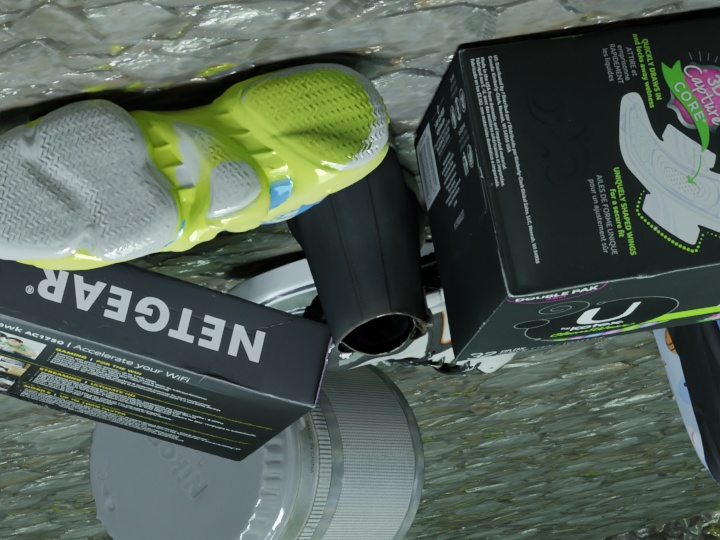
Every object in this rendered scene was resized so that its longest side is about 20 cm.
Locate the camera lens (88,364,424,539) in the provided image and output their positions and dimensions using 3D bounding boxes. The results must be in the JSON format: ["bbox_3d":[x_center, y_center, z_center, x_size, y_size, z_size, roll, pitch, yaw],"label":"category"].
[{"bbox_3d":[-0.064,0.130,1.738,0.160,0.160,0.200,-19,165,30],"label":"camera lens"}]

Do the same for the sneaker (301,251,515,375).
[{"bbox_3d":[0.049,0.030,1.465,0.200,0.080,0.074,-19,-159,-40],"label":"sneaker"}]

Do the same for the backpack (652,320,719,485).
[{"bbox_3d":[0.285,0.040,1.626,0.190,0.200,0.154,-14,174,-19],"label":"backpack"}]

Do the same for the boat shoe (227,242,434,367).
[{"bbox_3d":[0.018,0.025,1.563,0.200,0.068,0.072,-4,165,-28],"label":"boat shoe"}]

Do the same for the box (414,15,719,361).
[{"bbox_3d":[0.142,-0.042,1.261,0.200,0.125,0.149,-8,167,-9],"label":"box"}]

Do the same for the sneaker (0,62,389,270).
[{"bbox_3d":[-0.085,-0.037,1.193,0.200,0.076,0.105,-11,168,-6],"label":"sneaker"}]

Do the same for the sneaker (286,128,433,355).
[{"bbox_3d":[0.000,0.000,1.353,0.075,0.106,0.200,-12,167,4],"label":"sneaker"}]

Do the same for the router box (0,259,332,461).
[{"bbox_3d":[-0.131,0.040,1.373,0.200,0.051,0.149,17,160,-14],"label":"router box"}]
